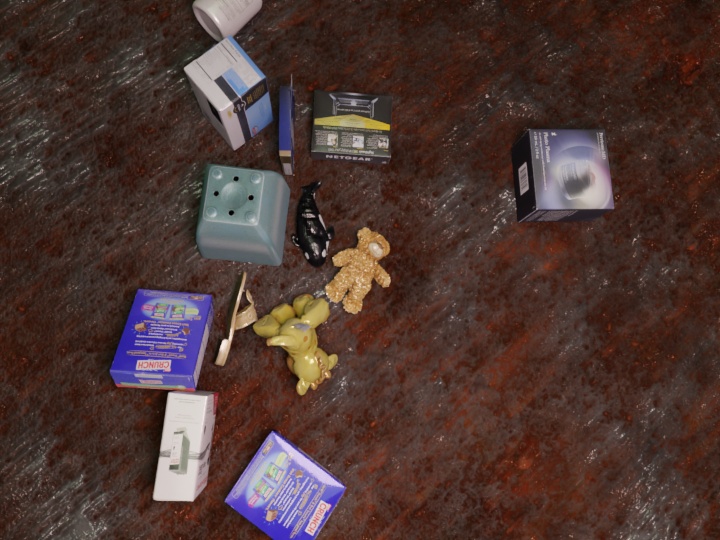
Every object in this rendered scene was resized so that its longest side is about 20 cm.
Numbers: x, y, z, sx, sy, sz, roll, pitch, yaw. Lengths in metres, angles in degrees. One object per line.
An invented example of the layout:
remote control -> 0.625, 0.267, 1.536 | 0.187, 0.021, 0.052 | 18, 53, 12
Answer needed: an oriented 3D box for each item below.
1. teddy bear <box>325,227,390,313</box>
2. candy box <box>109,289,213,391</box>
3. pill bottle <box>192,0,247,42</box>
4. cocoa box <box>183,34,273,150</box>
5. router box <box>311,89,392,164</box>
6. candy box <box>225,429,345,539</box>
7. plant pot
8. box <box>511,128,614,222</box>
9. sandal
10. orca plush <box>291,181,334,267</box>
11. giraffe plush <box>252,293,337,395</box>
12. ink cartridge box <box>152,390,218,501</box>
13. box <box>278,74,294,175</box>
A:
teddy bear -> 0.000, 0.000, 1.228 | 0.199, 0.067, 0.145 | -42, 88, -10
candy box -> -0.416, 0.148, 1.123 | 0.165, 0.078, 0.203 | 5, 51, -3
pill bottle -> -0.308, -0.673, 1.297 | 0.114, 0.114, 0.201 | 40, 79, 3
cocoa box -> -0.294, -0.400, 1.206 | 0.131, 0.200, 0.134 | -40, 84, -11
router box -> -0.021, -0.353, 1.295 | 0.195, 0.052, 0.161 | 4, 80, -4
candy box -> -0.157, 0.471, 1.119 | 0.199, 0.077, 0.170 | 36, 78, 3
plant pot -> -0.267, -0.136, 1.162 | 0.191, 0.200, 0.201 | 6, 79, -3
box -> 0.490, -0.230, 1.283 | 0.194, 0.123, 0.205 | -2, 80, -6
sandal -> -0.268, 0.115, 1.193 | 0.068, 0.077, 0.216 | 18, 84, -21
orca plush -> -0.109, -0.115, 1.236 | 0.103, 0.071, 0.205 | 8, 79, -3
giraffe plush -> -0.123, 0.169, 1.155 | 0.170, 0.200, 0.165 | -25, 112, -12
ink cartridge box -> -0.358, 0.357, 1.094 | 0.081, 0.147, 0.205 | 6, 80, -5
box -> -0.174, -0.344, 1.247 | 0.032, 0.121, 0.205 | 1, 79, -4
